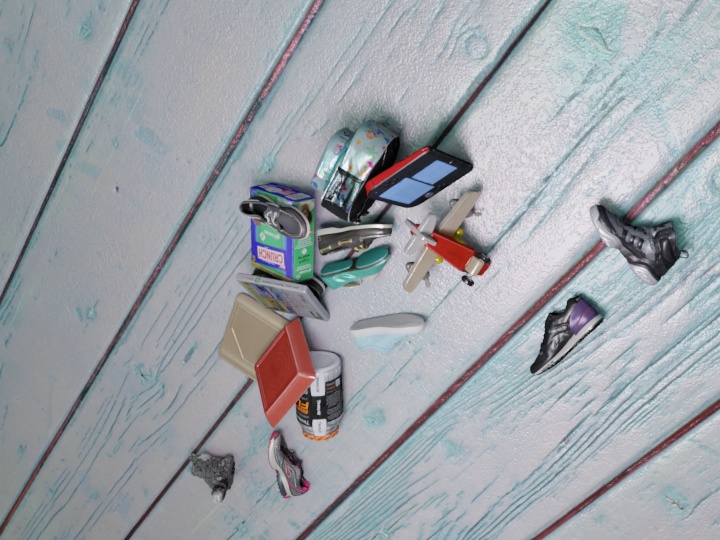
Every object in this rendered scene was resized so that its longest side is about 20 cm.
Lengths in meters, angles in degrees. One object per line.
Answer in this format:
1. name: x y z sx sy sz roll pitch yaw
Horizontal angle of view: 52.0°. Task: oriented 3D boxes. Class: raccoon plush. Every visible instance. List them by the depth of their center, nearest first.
1. raccoon plush: -0.432 0.572 2.068 0.132 0.200 0.098 5 94 2

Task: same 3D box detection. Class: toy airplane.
1. toy airplane: 0.171 -0.061 1.578 0.198 0.141 0.201 -15 117 -4

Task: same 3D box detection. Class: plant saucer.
1. plant saucer: -0.196 0.247 1.814 0.200 0.036 0.201 -50 39 26

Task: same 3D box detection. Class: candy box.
1. candy box: -0.186 -0.089 1.747 0.168 0.077 0.203 21 118 42

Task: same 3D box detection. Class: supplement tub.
1. supplement tub: -0.104 0.315 1.853 0.121 0.122 0.203 6 110 23

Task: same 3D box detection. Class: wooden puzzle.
1. wooden puzzle: -0.272 0.184 1.942 0.184 0.037 0.202 30 114 14

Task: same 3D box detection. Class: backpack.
1. backpack: -0.005 -0.227 1.584 0.150 0.178 0.201 36 116 4

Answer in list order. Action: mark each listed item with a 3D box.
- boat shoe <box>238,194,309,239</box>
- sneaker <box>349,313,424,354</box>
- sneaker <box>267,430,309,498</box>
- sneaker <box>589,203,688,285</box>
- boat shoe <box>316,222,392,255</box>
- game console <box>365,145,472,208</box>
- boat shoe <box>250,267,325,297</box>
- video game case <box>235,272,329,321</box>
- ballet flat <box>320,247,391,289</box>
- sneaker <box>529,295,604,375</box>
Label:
1. boat shoe: -0.194 -0.115 1.645 0.199 0.062 0.073 28 120 37
2. sneaker: 0.072 0.155 1.748 0.198 0.074 0.083 -7 114 36
3. sneaker: -0.197 0.521 2.003 0.074 0.081 0.202 -12 110 14
4. sneaker: 0.544 -0.074 1.434 0.200 0.076 0.114 47 120 -3
5. boat shoe: -0.012 -0.072 1.691 0.199 0.071 0.061 -5 89 34
6. game console: 0.121 -0.189 1.529 0.176 0.199 0.031 -27 72 31
7. boat shoe: -0.183 0.037 1.818 0.199 0.061 0.072 13 136 24
8. video game case: -0.183 0.065 1.775 0.180 0.200 0.022 10 70 18
9. ballet flat: 0.000 0.000 1.734 0.198 0.068 0.071 -17 125 29
10. sneaker: 0.422 0.137 1.579 0.088 0.075 0.200 49 118 19
